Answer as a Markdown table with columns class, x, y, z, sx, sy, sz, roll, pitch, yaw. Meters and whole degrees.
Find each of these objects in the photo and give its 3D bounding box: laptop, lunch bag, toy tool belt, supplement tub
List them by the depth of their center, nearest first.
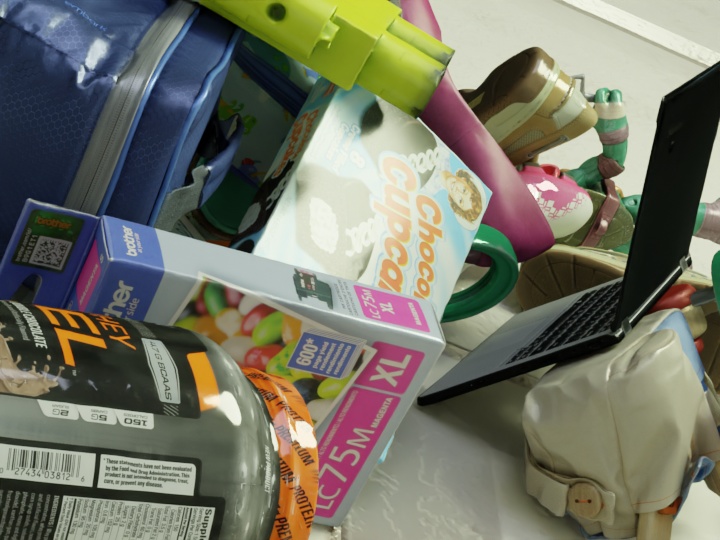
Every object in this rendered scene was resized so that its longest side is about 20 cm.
| class | x | y | z | sx | sy | sz | roll | pitch | yaw |
| --- | --- | --- | --- | --- | --- | --- | --- | --- | --- |
| supplement tub | -0.123 | 0.075 | 0.682 | 0.198 | 0.123 | 0.123 | 11 | 27 | -33 |
| lunch bag | -0.127 | -0.070 | 0.856 | 0.131 | 0.137 | 0.200 | 25 | 21 | -5 |
| toy tool belt | 0.166 | 0.092 | 0.998 | 0.200 | 0.124 | 0.124 | -31 | 100 | -61 |
| laptop | 0.130 | -0.026 | 1.033 | 0.187 | 0.199 | 0.117 | -30 | 98 | -63 |
| lunch bag | -0.055 | -0.140 | 1.060 | 0.161 | 0.082 | 0.201 | 40 | 28 | -32 |

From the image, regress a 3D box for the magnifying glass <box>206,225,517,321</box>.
| class | x | y | z | sx | sy | sz | roll | pitch | yaw |
| --- | --- | --- | --- | --- | --- | --- | --- | --- | --- |
| magnifying glass | 0.000 | 0.000 | 1.032 | 0.198 | 0.080 | 0.023 | 4 | 51 | -22 |

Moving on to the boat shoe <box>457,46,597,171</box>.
| class | x | y | z | sx | sy | sz | roll | pitch | yaw |
| --- | --- | --- | --- | --- | --- | --- | --- | --- | --- |
| boat shoe | 0.088 | -0.083 | 1.215 | 0.076 | 0.072 | 0.200 | 36 | -25 | -16 |

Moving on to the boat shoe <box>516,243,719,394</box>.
| class | x | y | z | sx | sy | sz | roll | pitch | yaw |
| --- | --- | --- | --- | --- | --- | --- | --- | --- | --- |
| boat shoe | 0.202 | 0.025 | 1.196 | 0.198 | 0.074 | 0.063 | 22 | 19 | -2 |

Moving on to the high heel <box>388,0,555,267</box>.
| class | x | y | z | sx | sy | sz | roll | pitch | yaw |
| --- | --- | --- | --- | --- | --- | --- | --- | --- | --- |
| high heel | 0.063 | -0.100 | 1.111 | 0.095 | 0.202 | 0.067 | -4 | -7 | -17 |

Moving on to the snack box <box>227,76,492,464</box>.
| class | x | y | z | sx | sy | sz | roll | pitch | yaw |
| --- | --- | --- | --- | --- | --- | --- | --- | --- | --- |
| snack box | -0.006 | -0.006 | 0.927 | 0.116 | 0.037 | 0.201 | 43 | 47 | -21 |

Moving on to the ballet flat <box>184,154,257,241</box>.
| class | x | y | z | sx | sy | sz | roll | pitch | yaw |
| --- | --- | --- | --- | --- | --- | --- | --- | --- | --- |
| ballet flat | -0.082 | -0.055 | 1.088 | 0.074 | 0.075 | 0.200 | 32 | 20 | 15 |

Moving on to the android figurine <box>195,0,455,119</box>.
| class | x | y | z | sx | sy | sz | roll | pitch | yaw |
| --- | --- | --- | --- | --- | --- | --- | --- | --- | --- |
| android figurine | -0.043 | -0.149 | 0.914 | 0.199 | 0.041 | 0.182 | 33 | 17 | 0 |

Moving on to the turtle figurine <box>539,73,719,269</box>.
| class | x | y | z | sx | sy | sz | roll | pitch | yaw |
| --- | --- | --- | --- | --- | --- | --- | --- | --- | --- |
| turtle figurine | 0.170 | -0.055 | 1.298 | 0.199 | 0.150 | 0.101 | 23 | 63 | -14 |

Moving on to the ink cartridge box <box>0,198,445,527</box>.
| class | x | y | z | sx | sy | sz | roll | pitch | yaw |
| --- | --- | --- | --- | --- | --- | --- | --- | --- | --- |
| ink cartridge box | -0.074 | 0.047 | 0.797 | 0.198 | 0.120 | 0.042 | 16 | 29 | -24 |

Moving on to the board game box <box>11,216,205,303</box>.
| class | x | y | z | sx | sy | sz | roll | pitch | yaw |
| --- | --- | --- | --- | --- | --- | --- | --- | --- | --- |
| board game box | -0.170 | -0.012 | 0.918 | 0.199 | 0.044 | 0.199 | 5 | 32 | -41 |

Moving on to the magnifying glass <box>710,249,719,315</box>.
| class | x | y | z | sx | sy | sz | roll | pitch | yaw |
| --- | --- | --- | --- | --- | --- | --- | --- | --- | --- |
| magnifying glass | 0.218 | 0.053 | 0.974 | 0.080 | 0.022 | 0.201 | 50 | 29 | -20 |

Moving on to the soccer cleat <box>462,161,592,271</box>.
| class | x | y | z | sx | sy | sz | roll | pitch | yaw |
| --- | --- | --- | --- | --- | --- | --- | --- | --- | --- |
| soccer cleat | 0.064 | -0.026 | 1.162 | 0.198 | 0.070 | 0.087 | 6 | 66 | -24 |
